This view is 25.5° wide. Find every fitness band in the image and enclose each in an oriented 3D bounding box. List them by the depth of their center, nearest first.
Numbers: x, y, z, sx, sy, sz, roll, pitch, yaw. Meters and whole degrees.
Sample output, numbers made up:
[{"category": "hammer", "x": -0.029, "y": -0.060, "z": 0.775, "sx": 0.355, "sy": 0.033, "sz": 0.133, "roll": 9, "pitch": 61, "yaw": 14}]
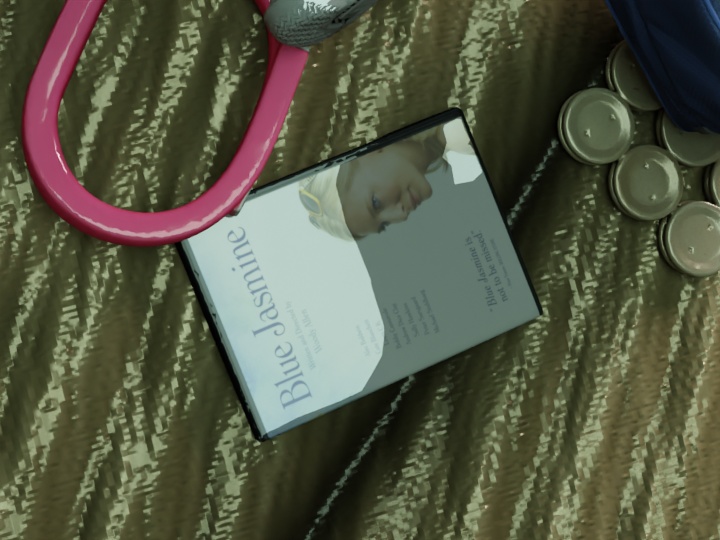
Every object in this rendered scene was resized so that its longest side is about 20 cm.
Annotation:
[{"category": "fitness band", "x": -0.113, "y": -0.109, "z": 0.927, "sx": 0.144, "sy": 0.037, "sz": 0.200, "roll": 24, "pitch": 75, "yaw": -9}]

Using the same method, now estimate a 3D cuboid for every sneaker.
[{"category": "sneaker", "x": -0.010, "y": -0.216, "z": 0.941, "sx": 0.115, "sy": 0.075, "sz": 0.200, "roll": 51, "pitch": 54, "yaw": -4}]

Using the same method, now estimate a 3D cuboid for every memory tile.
[{"category": "memory tile", "x": 0.233, "y": -0.110, "z": 1.050, "sx": 0.153, "sy": 0.017, "sz": 0.200, "roll": 45, "pitch": 77, "yaw": -9}]

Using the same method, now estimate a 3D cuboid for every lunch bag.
[{"category": "lunch bag", "x": 0.226, "y": -0.179, "z": 0.971, "sx": 0.136, "sy": 0.132, "sz": 0.200, "roll": -38, "pitch": 112, "yaw": -15}]

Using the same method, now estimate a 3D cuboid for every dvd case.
[{"category": "dvd case", "x": 0.000, "y": 0.000, "z": 0.973, "sx": 0.200, "sy": 0.018, "sz": 0.143, "roll": -23, "pitch": 94, "yaw": -16}]
